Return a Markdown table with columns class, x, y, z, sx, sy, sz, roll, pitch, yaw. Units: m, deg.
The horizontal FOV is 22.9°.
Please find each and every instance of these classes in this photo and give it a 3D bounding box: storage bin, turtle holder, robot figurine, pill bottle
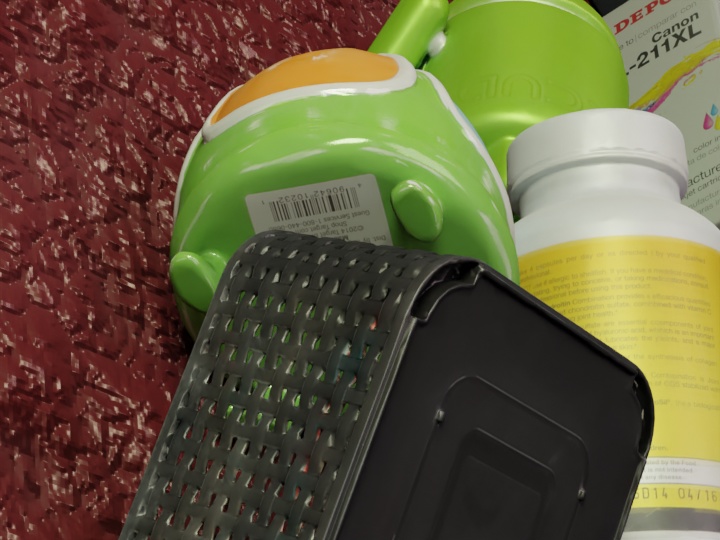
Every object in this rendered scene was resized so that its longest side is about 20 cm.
| class | x | y | z | sx | sy | sz | roll | pitch | yaw |
| --- | --- | --- | --- | --- | --- | --- | --- | --- | --- |
| storage bin | 0.001 | 0.102 | 0.582 | 0.135 | 0.093 | 0.202 | 31 | 74 | -42 |
| turtle holder | 0.006 | -0.008 | 0.727 | 0.185 | 0.140 | 0.132 | 40 | 29 | -29 |
| robot figurine | 0.080 | -0.071 | 0.918 | 0.175 | 0.116 | 0.201 | 34 | 38 | -21 |
| pill bottle | 0.108 | 0.039 | 0.757 | 0.112 | 0.111 | 0.202 | 23 | 57 | -47 |

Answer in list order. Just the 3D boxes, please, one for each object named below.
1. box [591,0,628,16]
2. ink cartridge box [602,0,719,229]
| class | x | y | z | sx | sy | sz | roll | pitch | yaw |
| --- | --- | --- | --- | --- | --- | --- | --- | --- | --- |
| box | 0.278 | -0.196 | 1.324 | 0.197 | 0.123 | 0.200 | 57 | 30 | -11 |
| ink cartridge box | 0.174 | -0.061 | 1.027 | 0.083 | 0.145 | 0.201 | 35 | 39 | -35 |
